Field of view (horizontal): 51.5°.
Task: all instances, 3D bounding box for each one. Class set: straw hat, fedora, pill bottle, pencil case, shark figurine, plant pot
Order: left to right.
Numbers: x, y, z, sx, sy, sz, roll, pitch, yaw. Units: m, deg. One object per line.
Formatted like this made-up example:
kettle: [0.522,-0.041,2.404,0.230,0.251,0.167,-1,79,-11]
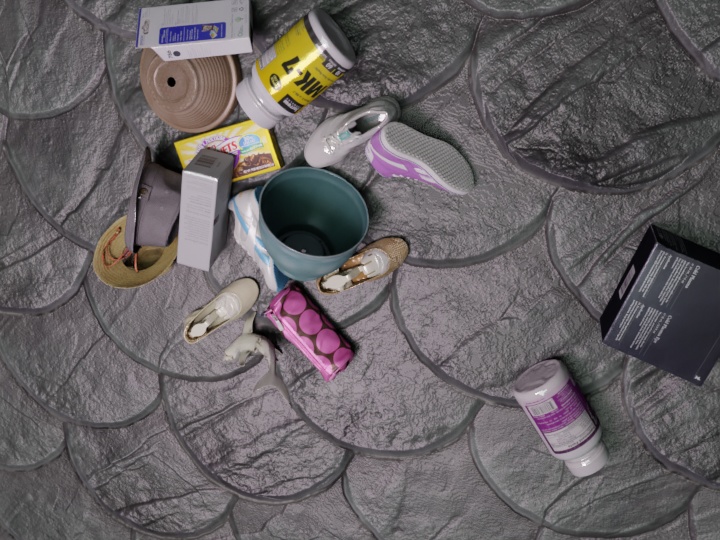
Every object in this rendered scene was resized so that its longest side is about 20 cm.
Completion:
straw hat: [-0.424,-0.028,1.494,0.197,0.204,0.085,-5,148,16]
fedora: [-0.377,-0.124,1.405,0.088,0.203,0.178,12,150,-8]
plant pot: [-0.322,-0.347,1.350,0.197,0.093,0.205,5,110,13]
shark figurine: [-0.188,0.170,1.502,0.089,0.213,0.130,30,86,-38]
pill bottle: [-0.114,-0.341,1.285,0.199,0.114,0.115,-35,98,24]
plant pot: [-0.096,-0.066,1.353,0.198,0.202,0.135,27,141,3]
pencil case: [-0.101,0.127,1.464,0.200,0.094,0.091,45,114,-5]
pill bottle: [0.376,0.275,1.382,0.111,0.112,0.202,-30,100,22]

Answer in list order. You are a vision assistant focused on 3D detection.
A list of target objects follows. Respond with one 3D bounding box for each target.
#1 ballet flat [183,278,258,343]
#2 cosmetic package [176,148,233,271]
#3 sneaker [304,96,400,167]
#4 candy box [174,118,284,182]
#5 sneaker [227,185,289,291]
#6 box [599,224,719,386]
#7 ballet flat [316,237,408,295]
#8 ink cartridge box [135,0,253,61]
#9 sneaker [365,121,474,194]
ballet flat: [-0.288,0.087,1.515,0.199,0.070,0.070,-35,98,23]
cosmetic package: [-0.292,-0.113,1.405,0.073,0.102,0.203,13,124,4]
sneaker: [-0.025,-0.241,1.311,0.198,0.089,0.076,-28,102,23]
candy box: [-0.250,-0.220,1.413,0.196,0.026,0.104,-12,105,19]
sneaker: [-0.191,-0.056,1.437,0.079,0.076,0.204,-12,100,26]
box: [0.532,0.059,1.264,0.179,0.104,0.203,24,114,6]
ballet flat: [0.000,0.000,1.406,0.198,0.065,0.071,-27,101,22]
ink cartridge box: [-0.284,-0.415,1.287,0.196,0.101,0.039,-4,151,0]
sneaker: [0.100,-0.187,1.319,0.198,0.074,0.114,30,155,-17]
